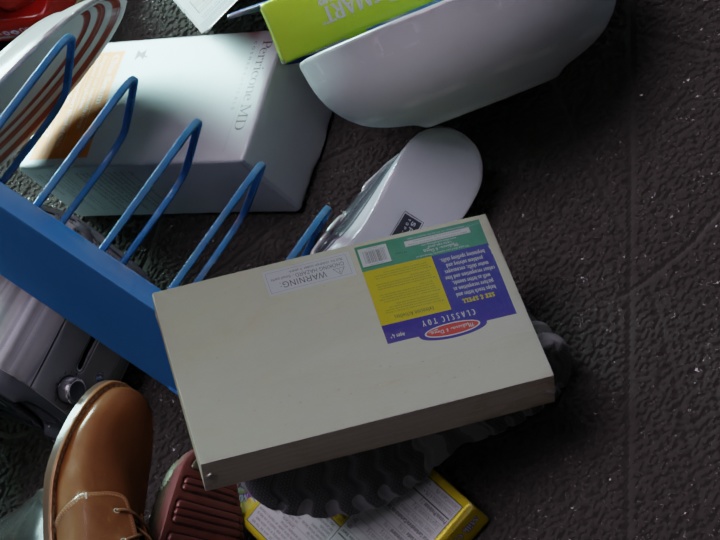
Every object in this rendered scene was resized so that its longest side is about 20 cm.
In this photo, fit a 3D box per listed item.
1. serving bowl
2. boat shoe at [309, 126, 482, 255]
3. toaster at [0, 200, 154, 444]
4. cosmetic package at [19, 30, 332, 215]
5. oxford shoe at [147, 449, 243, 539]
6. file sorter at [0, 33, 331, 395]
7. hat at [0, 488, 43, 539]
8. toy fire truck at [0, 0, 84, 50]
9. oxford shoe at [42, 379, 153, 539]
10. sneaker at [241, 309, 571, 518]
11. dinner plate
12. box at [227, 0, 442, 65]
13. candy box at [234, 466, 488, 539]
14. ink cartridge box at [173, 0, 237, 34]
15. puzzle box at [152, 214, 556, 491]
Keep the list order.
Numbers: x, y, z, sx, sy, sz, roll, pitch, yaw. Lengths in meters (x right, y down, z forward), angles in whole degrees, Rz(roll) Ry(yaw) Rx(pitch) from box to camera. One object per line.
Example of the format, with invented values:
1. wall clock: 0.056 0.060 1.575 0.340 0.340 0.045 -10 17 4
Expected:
1. serving bowl: 0.067 -0.131 1.520 0.200 0.200 0.066 -19 94 27
2. boat shoe: 0.000 0.000 1.539 0.200 0.072 0.068 -58 9 -12
3. toaster: -0.227 0.029 1.667 0.200 0.114 0.129 14 68 46
4. cosmetic package: -0.121 -0.096 1.693 0.200 0.071 0.101 -1 62 37
5. oxford shoe: -0.122 0.201 1.489 0.074 0.071 0.200 -3 69 46
6. file sorter: -0.134 -0.030 1.535 0.200 0.139 0.123 33 71 2
7. hat: -0.199 0.236 1.520 0.201 0.081 0.201 -46 27 32
8. toy fire truck: -0.303 -0.201 1.810 0.176 0.200 0.129 -1 62 37
9. oxford shoe: -0.139 0.152 1.434 0.071 0.071 0.200 -15 55 38
10. sneaker: 0.018 0.075 1.447 0.200 0.075 0.082 -23 44 -14
11. dinner plate: -0.224 -0.107 1.610 0.024 0.200 0.200 44 94 2
12. box: 0.031 -0.181 1.592 0.200 0.122 0.048 -20 92 26
13. candy box: -0.018 0.129 1.497 0.102 0.026 0.200 -50 45 0
14. ink cartridge box: -0.057 -0.224 1.700 0.161 0.050 0.200 -46 26 3
15. puzzle box: -0.005 0.043 1.407 0.200 0.025 0.133 -13 46 -7
